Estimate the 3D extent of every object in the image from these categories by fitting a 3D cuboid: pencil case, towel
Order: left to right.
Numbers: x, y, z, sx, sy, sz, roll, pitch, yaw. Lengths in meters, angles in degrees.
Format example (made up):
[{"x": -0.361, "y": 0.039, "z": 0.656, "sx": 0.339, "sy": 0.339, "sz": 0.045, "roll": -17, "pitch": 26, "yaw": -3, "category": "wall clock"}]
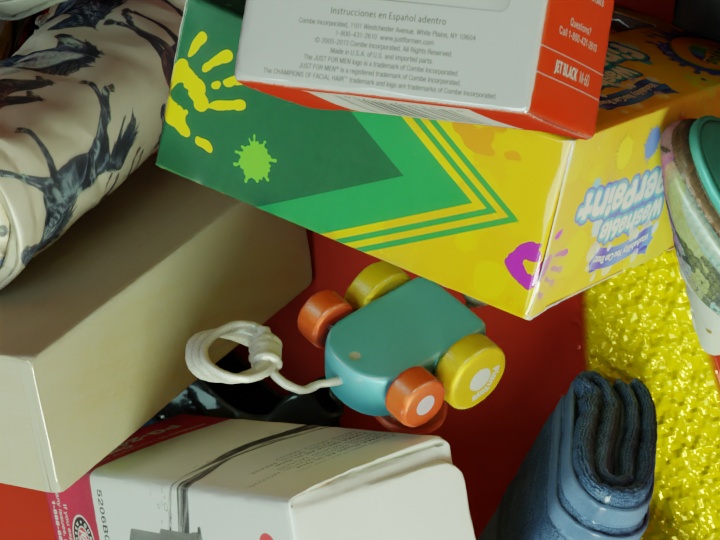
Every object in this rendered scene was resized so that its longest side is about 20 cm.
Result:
[{"x": -0.141, "y": -0.063, "z": 1.067, "sx": 0.089, "sy": 0.200, "sz": 0.078, "roll": 14, "pitch": 123, "yaw": 19, "category": "pencil case"}, {"x": 0.069, "y": 0.146, "z": 1.046, "sx": 0.048, "sy": 0.112, "sz": 0.200, "roll": 26, "pitch": 117, "yaw": -5, "category": "towel"}]

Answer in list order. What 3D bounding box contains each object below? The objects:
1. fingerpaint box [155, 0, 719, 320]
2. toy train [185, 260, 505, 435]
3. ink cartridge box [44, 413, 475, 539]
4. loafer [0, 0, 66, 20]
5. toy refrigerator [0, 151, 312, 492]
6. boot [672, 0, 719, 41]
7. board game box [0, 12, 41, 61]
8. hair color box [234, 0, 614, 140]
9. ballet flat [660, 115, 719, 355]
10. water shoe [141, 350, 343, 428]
[{"x": 0.048, "y": -0.063, "z": 0.949, "sx": 0.167, "sy": 0.200, "sz": 0.073, "roll": 23, "pitch": 113, "yaw": 26, "category": "fingerpaint box"}, {"x": 0.000, "y": 0.000, "z": 1.033, "sx": 0.150, "sy": 0.200, "sz": 0.056, "roll": 8, "pitch": 133, "yaw": 7, "category": "toy train"}, {"x": -0.039, "y": 0.143, "z": 1.020, "sx": 0.200, "sy": 0.083, "sz": 0.146, "roll": 0, "pitch": 103, "yaw": 55, "category": "ink cartridge box"}, {"x": -0.090, "y": -0.173, "z": 1.048, "sx": 0.200, "sy": 0.070, "sz": 0.070, "roll": -33, "pitch": 79, "yaw": 4, "category": "loafer"}, {"x": -0.106, "y": 0.019, "z": 1.064, "sx": 0.076, "sy": 0.200, "sz": 0.070, "roll": 7, "pitch": 118, "yaw": 30, "category": "toy refrigerator"}, {"x": 0.222, "y": -0.139, "z": 0.907, "sx": 0.200, "sy": 0.066, "sz": 0.165, "roll": 26, "pitch": 113, "yaw": 29, "category": "boot"}, {"x": -0.186, "y": -0.045, "z": 1.160, "sx": 0.023, "sy": 0.105, "sz": 0.200, "roll": 16, "pitch": 112, "yaw": 10, "category": "board game box"}, {"x": 0.034, "y": -0.151, "z": 0.819, "sx": 0.111, "sy": 0.064, "sz": 0.200, "roll": 9, "pitch": 89, "yaw": 26, "category": "hair color box"}, {"x": 0.173, "y": 0.016, "z": 0.926, "sx": 0.200, "sy": 0.069, "sz": 0.071, "roll": 31, "pitch": 139, "yaw": -23, "category": "ballet flat"}, {"x": -0.097, "y": 0.054, "z": 1.157, "sx": 0.200, "sy": 0.071, "sz": 0.079, "roll": 19, "pitch": 107, "yaw": 17, "category": "water shoe"}]
